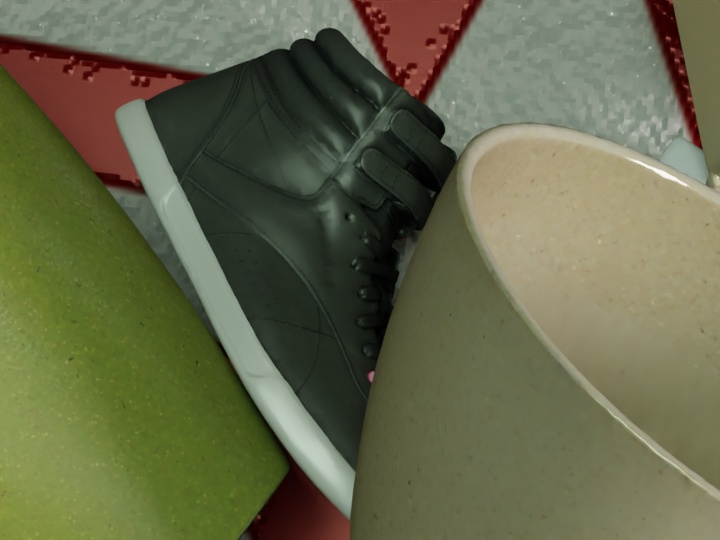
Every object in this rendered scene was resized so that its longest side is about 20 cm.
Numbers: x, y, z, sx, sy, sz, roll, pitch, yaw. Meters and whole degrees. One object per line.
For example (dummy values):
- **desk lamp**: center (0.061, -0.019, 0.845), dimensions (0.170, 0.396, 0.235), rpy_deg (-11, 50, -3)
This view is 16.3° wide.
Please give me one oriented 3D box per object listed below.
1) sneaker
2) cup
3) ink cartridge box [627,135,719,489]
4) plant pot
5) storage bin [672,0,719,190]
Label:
- **sneaker**: center (0.000, 0.000, 0.841), dimensions (0.099, 0.071, 0.201), rpy_deg (-31, 65, 3)
- **cup**: center (0.075, 0.075, 0.735), dimensions (0.200, 0.200, 0.144), rpy_deg (41, 114, 14)
- **ink cartridge box**: center (0.131, 0.089, 0.827), dimensions (0.199, 0.041, 0.201), rpy_deg (32, 83, 13)
- **plant pot**: center (-0.128, 0.039, 0.816), dimensions (0.200, 0.187, 0.187), rpy_deg (39, 84, 0)
- **storage bin**: center (0.211, -0.100, 0.760), dimensions (0.197, 0.200, 0.094), rpy_deg (-8, 81, -10)
